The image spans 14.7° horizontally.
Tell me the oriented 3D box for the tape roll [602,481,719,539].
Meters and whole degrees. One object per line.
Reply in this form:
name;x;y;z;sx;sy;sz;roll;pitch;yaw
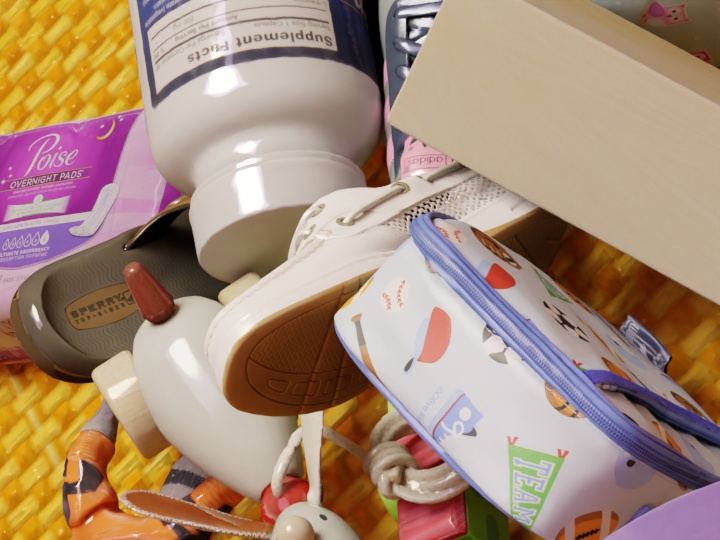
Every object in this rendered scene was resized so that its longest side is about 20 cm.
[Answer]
tape roll;0.145;0.169;0.993;0.200;0.200;0.085;-40;42;13

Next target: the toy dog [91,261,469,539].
toy dog;-0.055;0.061;1.219;0.200;0.096;0.132;25;68;43

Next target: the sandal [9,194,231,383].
sandal;-0.081;-0.008;1.344;0.082;0.200;0.055;56;138;14

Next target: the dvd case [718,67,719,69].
dvd case;0.185;-0.151;1.313;0.200;0.018;0.143;-52;41;-1

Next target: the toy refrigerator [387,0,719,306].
toy refrigerator;0.121;-0.053;1.176;0.200;0.070;0.076;29;109;9

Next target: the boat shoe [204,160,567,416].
boat shoe;0.000;0.000;1.166;0.069;0.200;0.071;39;131;27

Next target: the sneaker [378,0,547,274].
sneaker;0.042;-0.068;1.273;0.070;0.082;0.200;-13;85;20

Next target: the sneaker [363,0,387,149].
sneaker;0.025;-0.131;1.390;0.200;0.073;0.112;43;105;38

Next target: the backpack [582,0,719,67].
backpack;0.143;-0.167;1.235;0.200;0.167;0.127;-31;41;36

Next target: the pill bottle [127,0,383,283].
pill bottle;-0.049;-0.099;1.313;0.111;0.111;0.200;-24;61;27

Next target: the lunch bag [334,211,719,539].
lunch bag;0.088;0.061;1.117;0.160;0.200;0.076;43;100;32

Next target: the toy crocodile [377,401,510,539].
toy crocodile;0.040;0.110;1.227;0.067;0.062;0.200;-29;46;23

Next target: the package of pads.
package of pads;-0.153;-0.017;1.472;0.200;0.076;0.121;-8;59;38

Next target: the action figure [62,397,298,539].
action figure;-0.083;0.153;1.310;0.200;0.105;0.194;16;78;15
